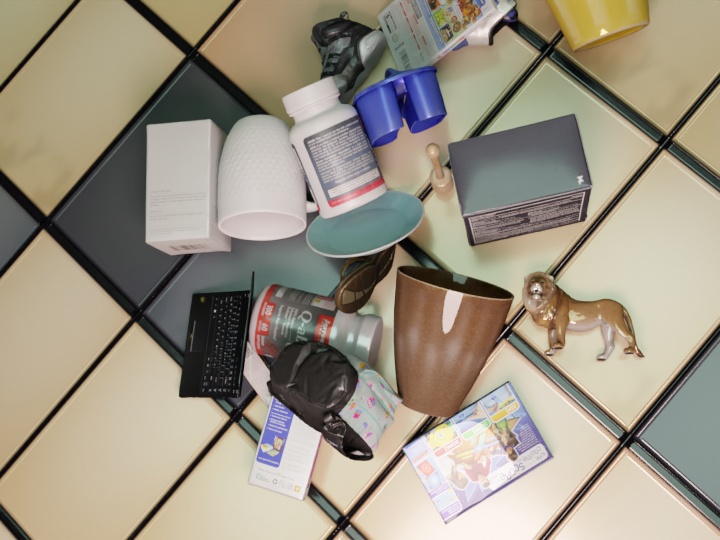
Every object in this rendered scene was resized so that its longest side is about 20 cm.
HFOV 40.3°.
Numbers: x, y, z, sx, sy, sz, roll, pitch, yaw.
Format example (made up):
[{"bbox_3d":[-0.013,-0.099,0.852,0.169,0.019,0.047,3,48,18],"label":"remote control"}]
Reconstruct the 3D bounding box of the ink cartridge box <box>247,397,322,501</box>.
[{"bbox_3d":[-0.105,0.251,1.548,0.093,0.037,0.203,15,86,10],"label":"ink cartridge box"}]

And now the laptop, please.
[{"bbox_3d":[-0.231,0.106,1.565,0.197,0.103,0.180,-4,71,30],"label":"laptop"}]

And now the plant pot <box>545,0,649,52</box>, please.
[{"bbox_3d":[0.371,-0.461,1.563,0.198,0.201,0.192,-17,92,7],"label":"plant pot"}]

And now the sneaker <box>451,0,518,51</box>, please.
[{"bbox_3d":[0.212,-0.463,1.648,0.113,0.081,0.203,6,88,7],"label":"sneaker"}]

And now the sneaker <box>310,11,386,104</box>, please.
[{"bbox_3d":[-0.053,-0.349,1.673,0.113,0.076,0.201,37,82,15],"label":"sneaker"}]

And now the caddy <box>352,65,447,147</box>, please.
[{"bbox_3d":[0.060,-0.273,1.578,0.139,0.200,0.107,-19,90,-3],"label":"caddy"}]

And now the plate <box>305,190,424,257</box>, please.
[{"bbox_3d":[0.009,-0.069,1.576,0.197,0.201,0.026,-11,121,8],"label":"plate"}]

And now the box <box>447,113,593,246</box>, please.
[{"bbox_3d":[0.246,-0.135,1.513,0.196,0.198,0.125,-12,78,7],"label":"box"}]

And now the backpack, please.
[{"bbox_3d":[-0.025,0.193,1.453,0.166,0.200,0.127,29,76,43],"label":"backpack"}]

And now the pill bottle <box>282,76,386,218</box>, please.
[{"bbox_3d":[-0.046,-0.198,1.564,0.118,0.120,0.203,-22,99,5],"label":"pill bottle"}]

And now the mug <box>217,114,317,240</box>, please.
[{"bbox_3d":[-0.139,-0.155,1.627,0.197,0.148,0.179,4,73,-20],"label":"mug"}]

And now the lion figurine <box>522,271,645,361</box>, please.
[{"bbox_3d":[0.347,0.071,1.532,0.196,0.073,0.125,8,68,-3],"label":"lion figurine"}]

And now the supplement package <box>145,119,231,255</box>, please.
[{"bbox_3d":[-0.287,-0.138,1.651,0.115,0.117,0.204,-3,80,11],"label":"supplement package"}]

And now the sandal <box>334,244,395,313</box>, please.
[{"bbox_3d":[0.000,0.000,1.549,0.054,0.200,0.083,19,127,16],"label":"sandal"}]

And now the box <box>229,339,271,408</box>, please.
[{"bbox_3d":[-0.141,0.201,1.602,0.041,0.039,0.201,-40,76,2],"label":"box"}]

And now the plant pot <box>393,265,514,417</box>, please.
[{"bbox_3d":[0.125,0.115,1.513,0.184,0.187,0.204,14,99,12],"label":"plant pot"}]

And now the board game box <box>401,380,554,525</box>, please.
[{"bbox_3d":[0.181,0.282,1.522,0.198,0.034,0.137,-31,84,3],"label":"board game box"}]

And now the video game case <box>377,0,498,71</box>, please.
[{"bbox_3d":[0.124,-0.425,1.625,0.199,0.018,0.145,-35,63,32],"label":"video game case"}]

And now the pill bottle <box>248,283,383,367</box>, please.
[{"bbox_3d":[-0.069,0.097,1.569,0.197,0.116,0.118,12,82,12],"label":"pill bottle"}]

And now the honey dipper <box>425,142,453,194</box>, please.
[{"bbox_3d":[0.122,-0.164,1.539,0.037,0.200,0.039,-2,79,8],"label":"honey dipper"}]
